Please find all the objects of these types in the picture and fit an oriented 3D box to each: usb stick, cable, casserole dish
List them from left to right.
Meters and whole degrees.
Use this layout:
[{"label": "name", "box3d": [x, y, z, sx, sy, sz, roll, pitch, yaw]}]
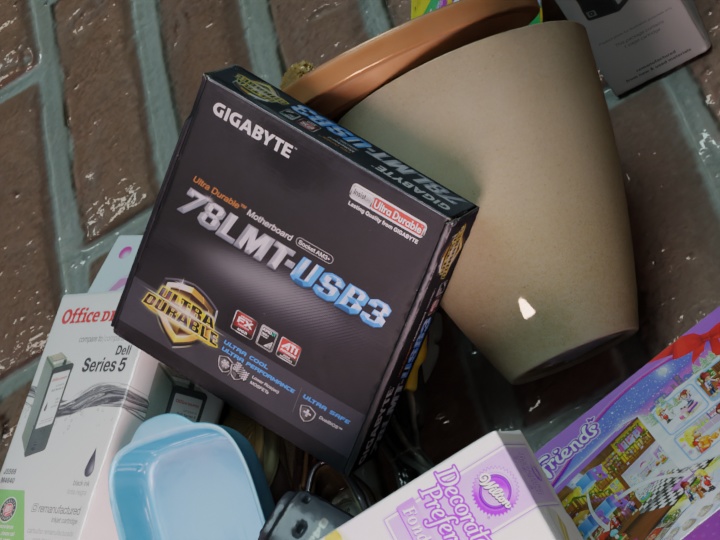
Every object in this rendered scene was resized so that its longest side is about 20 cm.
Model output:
[{"label": "casserole dish", "box3d": [-0.097, 0.190, 1.632, 0.121, 0.039, 0.201, -19, 85, 32]}, {"label": "cable", "box3d": [0.019, 0.106, 1.636, 0.097, 0.050, 0.201, -25, 62, 29]}, {"label": "usb stick", "box3d": [0.027, 0.201, 1.537, 0.200, 0.033, 0.056, 27, 82, 21]}]

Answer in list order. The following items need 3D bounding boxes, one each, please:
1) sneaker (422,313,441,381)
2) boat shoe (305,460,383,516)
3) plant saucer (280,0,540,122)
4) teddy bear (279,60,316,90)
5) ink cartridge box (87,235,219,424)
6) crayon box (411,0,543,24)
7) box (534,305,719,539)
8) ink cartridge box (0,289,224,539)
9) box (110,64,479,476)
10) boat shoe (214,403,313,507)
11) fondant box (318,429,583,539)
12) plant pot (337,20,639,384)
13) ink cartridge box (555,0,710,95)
[{"label": "sneaker", "box3d": [0.000, 0.000, 1.738, 0.080, 0.083, 0.201, -18, 68, 30]}, {"label": "boat shoe", "box3d": [-0.009, 0.207, 1.598, 0.072, 0.065, 0.200, -24, 42, 17]}, {"label": "plant saucer", "box3d": [0.031, -0.135, 1.664, 0.200, 0.032, 0.200, -24, -4, -2]}, {"label": "teddy bear", "box3d": [-0.063, -0.098, 1.951, 0.200, 0.067, 0.145, -31, 30, 21]}, {"label": "ink cartridge box", "box3d": [-0.148, 0.059, 1.874, 0.196, 0.043, 0.200, 0, 52, 38]}, {"label": "crayon box", "box3d": [0.086, -0.183, 1.860, 0.200, 0.058, 0.119, -89, 22, -43]}, {"label": "box", "box3d": [0.189, 0.127, 1.537, 0.200, 0.039, 0.137, -39, 39, 2]}, {"label": "ink cartridge box", "box3d": [-0.176, 0.118, 1.749, 0.145, 0.084, 0.201, -5, 63, 53]}, {"label": "box", "box3d": [-0.046, -0.001, 1.605, 0.200, 0.050, 0.199, 31, 117, 17]}, {"label": "boat shoe", "box3d": [-0.053, 0.106, 1.732, 0.072, 0.072, 0.200, -43, 23, 28]}, {"label": "fondant box", "box3d": [0.042, 0.207, 1.480, 0.200, 0.058, 0.145, -33, 75, 15]}, {"label": "plant pot", "box3d": [0.104, -0.034, 1.636, 0.187, 0.187, 0.201, -27, 79, 16]}, {"label": "ink cartridge box", "box3d": [0.164, -0.251, 1.793, 0.084, 0.200, 0.145, -27, 40, 14]}]
